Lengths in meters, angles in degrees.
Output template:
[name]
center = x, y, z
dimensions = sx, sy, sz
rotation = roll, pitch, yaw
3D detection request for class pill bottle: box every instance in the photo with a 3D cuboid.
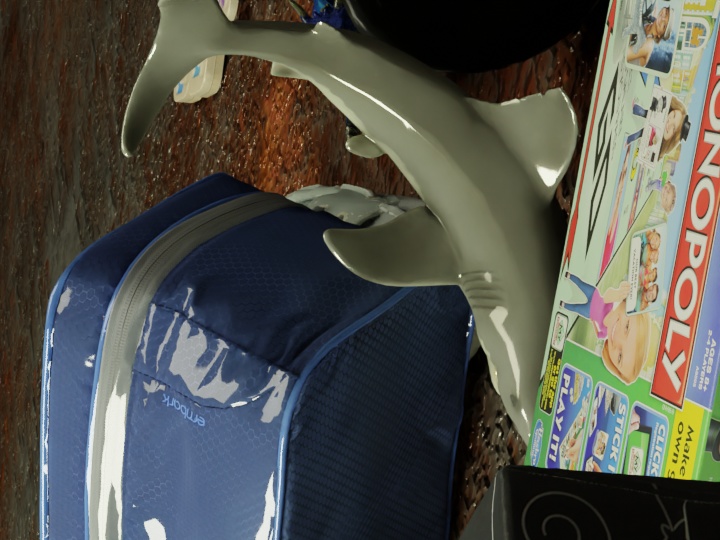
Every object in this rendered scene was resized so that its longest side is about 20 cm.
[pill bottle]
center = 0.029, -0.172, 0.862
dimensions = 0.200, 0.112, 0.112
rotation = -105, 28, -53

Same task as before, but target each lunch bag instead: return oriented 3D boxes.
[lunch bag]
center = -0.048, 0.071, 0.856
dimensions = 0.132, 0.136, 0.200
rotation = 22, 121, 28

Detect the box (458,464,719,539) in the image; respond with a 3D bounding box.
[box]
center = 0.082, 0.160, 0.485
dimensions = 0.115, 0.132, 0.200
rotation = 115, 157, -54

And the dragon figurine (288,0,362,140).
[dragon figurine]
center = -0.005, -0.127, 0.974
dimensions = 0.200, 0.059, 0.100
rotation = -105, -4, -52

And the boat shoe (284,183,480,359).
[boat shoe]
center = 0.000, -0.001, 0.946
dimensions = 0.201, 0.071, 0.070
rotation = -165, 84, -72

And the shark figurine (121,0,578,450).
[shark figurine]
center = 0.026, -0.049, 0.759
dimensions = 0.089, 0.214, 0.128
rotation = -29, 26, 50

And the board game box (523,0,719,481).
[board game box]
center = 0.102, -0.016, 0.685
dimensions = 0.135, 0.029, 0.200
rotation = -150, 69, -74

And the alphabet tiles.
[alphabet tiles]
center = -0.098, -0.214, 1.487
dimensions = 0.196, 0.015, 0.200
rotation = 175, 102, -73
